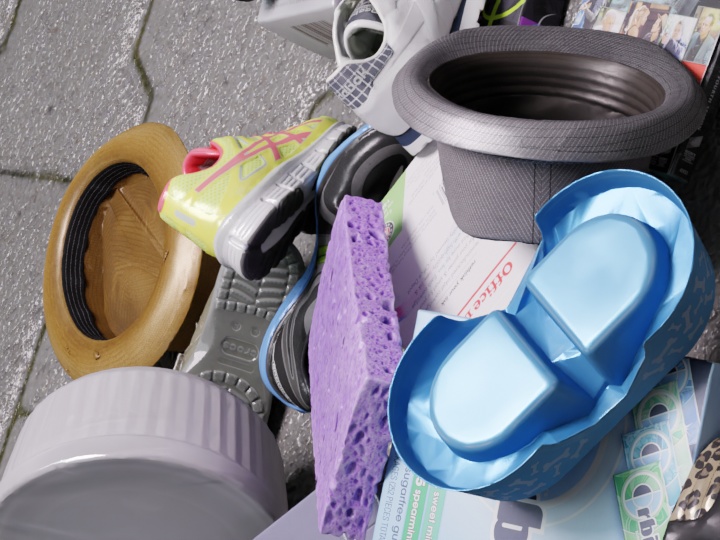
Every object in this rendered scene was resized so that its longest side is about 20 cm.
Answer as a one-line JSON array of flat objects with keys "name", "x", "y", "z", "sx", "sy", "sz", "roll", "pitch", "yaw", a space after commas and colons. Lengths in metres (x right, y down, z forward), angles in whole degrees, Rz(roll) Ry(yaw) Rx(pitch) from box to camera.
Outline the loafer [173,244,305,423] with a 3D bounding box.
[{"name": "loafer", "x": -0.086, "y": 0.068, "z": 1.940, "sx": 0.070, "sy": 0.075, "sz": 0.201, "roll": -72, "pitch": 7, "yaw": -83}]

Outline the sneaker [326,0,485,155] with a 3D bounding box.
[{"name": "sneaker", "x": 0.027, "y": -0.164, "z": 1.801, "sx": 0.076, "sy": 0.080, "sz": 0.201, "roll": -49, "pitch": 22, "yaw": 38}]

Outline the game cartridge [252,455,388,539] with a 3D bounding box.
[{"name": "game cartridge", "x": -0.029, "y": 0.213, "z": 1.751, "sx": 0.200, "sy": 0.038, "sz": 0.130, "roll": -41, "pitch": 61, "yaw": 37}]

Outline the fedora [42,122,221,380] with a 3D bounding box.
[{"name": "fedora", "x": -0.146, "y": -0.004, "z": 2.045, "sx": 0.200, "sy": 0.082, "sz": 0.202, "roll": -24, "pitch": 57, "yaw": 44}]

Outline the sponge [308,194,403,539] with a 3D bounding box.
[{"name": "sponge", "x": -0.004, "y": 0.054, "z": 1.690, "sx": 0.200, "sy": 0.030, "sz": 0.112, "roll": -95, "pitch": 17, "yaw": -58}]

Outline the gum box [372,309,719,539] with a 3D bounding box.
[{"name": "gum box", "x": 0.103, "y": 0.120, "z": 1.569, "sx": 0.199, "sy": 0.044, "sz": 0.171, "roll": 10, "pitch": 87, "yaw": 38}]

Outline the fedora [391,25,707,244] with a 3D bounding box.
[{"name": "fedora", "x": 0.104, "y": -0.067, "z": 1.626, "sx": 0.200, "sy": 0.176, "sz": 0.091, "roll": -96, "pitch": 7, "yaw": -70}]

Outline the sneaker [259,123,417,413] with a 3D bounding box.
[{"name": "sneaker", "x": 0.000, "y": 0.000, "z": 1.846, "sx": 0.083, "sy": 0.070, "sz": 0.201, "roll": 35, "pitch": 107, "yaw": 54}]

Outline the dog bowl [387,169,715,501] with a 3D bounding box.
[{"name": "dog bowl", "x": 0.105, "y": 0.039, "z": 1.523, "sx": 0.200, "sy": 0.050, "sz": 0.112, "roll": -46, "pitch": 48, "yaw": 8}]

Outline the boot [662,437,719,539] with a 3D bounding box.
[{"name": "boot", "x": 0.215, "y": 0.160, "z": 1.426, "sx": 0.150, "sy": 0.073, "sz": 0.201, "roll": -7, "pitch": 62, "yaw": 53}]

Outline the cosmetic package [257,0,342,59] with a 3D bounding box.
[{"name": "cosmetic package", "x": 0.004, "y": -0.252, "z": 1.977, "sx": 0.101, "sy": 0.074, "sz": 0.201, "roll": -3, "pitch": 68, "yaw": 56}]

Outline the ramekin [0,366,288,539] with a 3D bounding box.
[{"name": "ramekin", "x": -0.138, "y": 0.147, "z": 1.849, "sx": 0.202, "sy": 0.202, "sz": 0.095, "roll": -40, "pitch": 31, "yaw": 36}]

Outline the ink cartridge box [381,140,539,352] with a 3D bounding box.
[{"name": "ink cartridge box", "x": 0.078, "y": 0.008, "z": 1.719, "sx": 0.117, "sy": 0.067, "sz": 0.200, "roll": -52, "pitch": 35, "yaw": 22}]

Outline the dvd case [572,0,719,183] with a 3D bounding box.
[{"name": "dvd case", "x": 0.181, "y": -0.158, "z": 1.708, "sx": 0.146, "sy": 0.022, "sz": 0.201, "roll": 19, "pitch": 88, "yaw": 57}]

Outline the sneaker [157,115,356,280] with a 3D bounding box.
[{"name": "sneaker", "x": -0.067, "y": -0.063, "z": 1.882, "sx": 0.200, "sy": 0.090, "sz": 0.079, "roll": -39, "pitch": -31, "yaw": -64}]

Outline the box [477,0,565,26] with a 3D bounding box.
[{"name": "box", "x": 0.087, "y": -0.215, "z": 1.867, "sx": 0.143, "sy": 0.036, "sz": 0.201, "roll": -3, "pitch": 68, "yaw": 55}]
